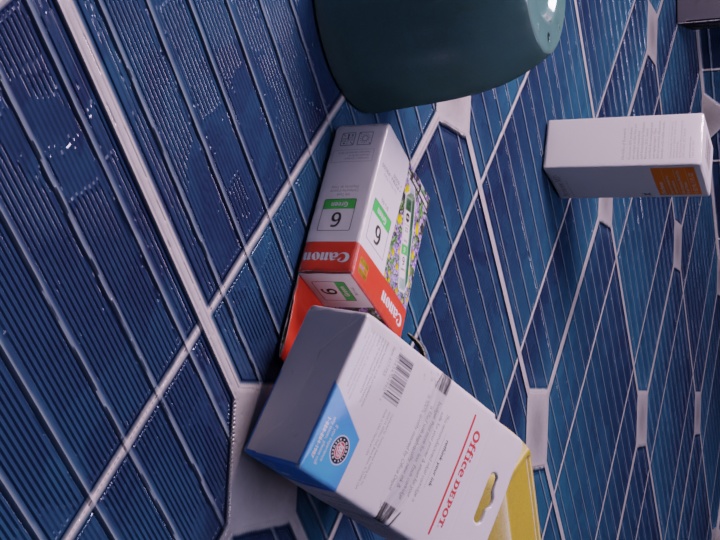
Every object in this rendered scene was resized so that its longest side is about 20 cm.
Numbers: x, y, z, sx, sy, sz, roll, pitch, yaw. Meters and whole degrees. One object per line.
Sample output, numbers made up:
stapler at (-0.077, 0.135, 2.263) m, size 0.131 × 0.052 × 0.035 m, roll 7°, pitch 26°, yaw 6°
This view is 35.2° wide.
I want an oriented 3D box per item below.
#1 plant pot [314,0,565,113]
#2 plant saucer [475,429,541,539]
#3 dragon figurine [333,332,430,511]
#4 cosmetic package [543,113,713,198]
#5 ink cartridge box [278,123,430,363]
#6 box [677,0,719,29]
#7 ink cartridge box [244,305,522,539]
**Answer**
plant pot at (0.075, -0.232, 0.912) m, size 0.200 × 0.158 × 0.205 m, roll 1°, pitch 90°, yaw -64°
plant saucer at (0.150, 0.271, 1.173) m, size 0.200 × 0.048 × 0.204 m, roll -18°, pitch 101°, yaw -71°
dragon figurine at (0.030, 0.118, 0.940) m, size 0.100 × 0.058 × 0.202 m, roll 61°, pitch 39°, yaw -47°
cosmetic package at (0.344, -0.145, 1.453) m, size 0.101 × 0.197 × 0.073 m, roll 40°, pitch 56°, yaw -58°
ink cartridge box at (0.000, 0.000, 0.882) m, size 0.109 × 0.050 × 0.203 m, roll 54°, pitch 42°, yaw -52°
box at (0.766, -0.580, 2.428) m, size 0.199 × 0.146 × 0.106 m, roll -15°, pitch 104°, yaw -65°
ink cartridge box at (0.024, 0.127, 0.822) m, size 0.200 × 0.067 × 0.117 m, roll 40°, pitch 67°, yaw -35°
